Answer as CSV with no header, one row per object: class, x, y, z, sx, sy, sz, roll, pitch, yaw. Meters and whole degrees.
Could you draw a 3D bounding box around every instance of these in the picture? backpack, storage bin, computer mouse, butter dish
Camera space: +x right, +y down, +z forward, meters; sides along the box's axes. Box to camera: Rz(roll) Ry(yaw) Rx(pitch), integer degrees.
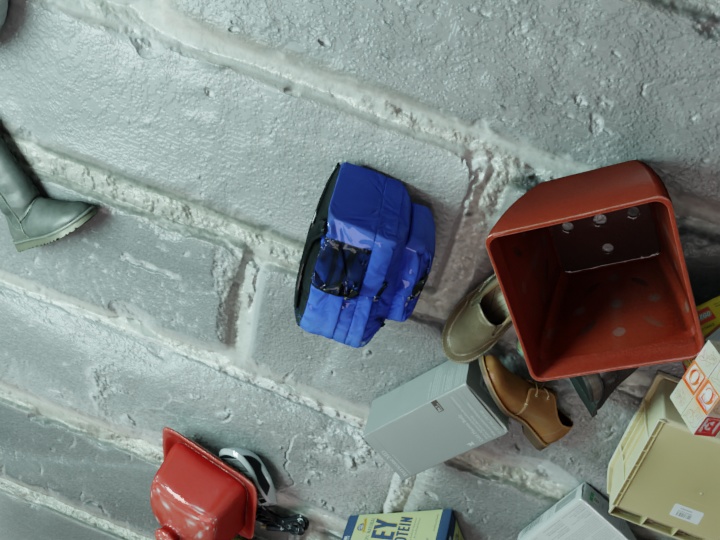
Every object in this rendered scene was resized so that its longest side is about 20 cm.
backpack,0.000,0.000,1.121,0.165,0.164,0.202,22,125,-1
storage bin,0.462,0.272,1.182,0.196,0.094,0.201,19,126,6
computer mouse,-0.169,0.366,1.475,0.108,0.044,0.202,-4,122,40
butter dish,-0.282,0.396,1.442,0.197,0.148,0.202,28,138,14

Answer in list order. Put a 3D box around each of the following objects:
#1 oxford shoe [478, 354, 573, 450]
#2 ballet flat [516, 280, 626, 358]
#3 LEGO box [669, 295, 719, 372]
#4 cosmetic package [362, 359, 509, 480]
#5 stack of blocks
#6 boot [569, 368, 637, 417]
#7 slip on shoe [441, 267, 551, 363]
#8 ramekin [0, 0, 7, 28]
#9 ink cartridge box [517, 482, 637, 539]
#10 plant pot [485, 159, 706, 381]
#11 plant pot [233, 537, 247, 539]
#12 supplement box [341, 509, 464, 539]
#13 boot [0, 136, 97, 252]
oxford shoe,0.229,0.171,1.204,0.071,0.072,0.200,-30,127,23
ballet flat,0.280,0.076,1.134,0.074,0.075,0.199,43,124,-12
LEGO box,0.480,0.086,1.012,0.197,0.078,0.150,-26,126,7
cosmetic package,0.110,0.212,1.264,0.199,0.091,0.107,-35,109,29
stack of blocks,0.457,0.128,0.951,0.196,0.059,0.117,9,123,-19
boot,0.355,0.110,1.115,0.172,0.200,0.070,-31,71,2
slip on shoe,0.170,0.056,1.149,0.076,0.060,0.200,51,123,8
ramekin,-0.547,-0.364,1.113,0.198,0.095,0.206,9,124,13
ink cartridge box,0.362,0.441,1.332,0.199,0.050,0.161,40,124,0
plant pot,0.275,-0.019,1.010,0.196,0.177,0.203,-12,118,24
plant pot,-0.234,0.567,1.554,0.196,0.200,0.145,20,101,5
supplement box,0.080,0.522,1.437,0.196,0.135,0.203,-11,118,23
boot,-0.496,-0.136,1.263,0.179,0.073,0.203,-15,109,23
